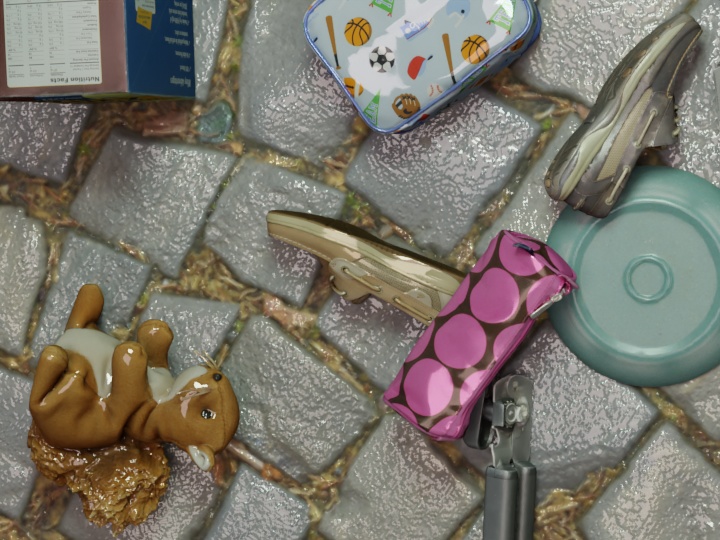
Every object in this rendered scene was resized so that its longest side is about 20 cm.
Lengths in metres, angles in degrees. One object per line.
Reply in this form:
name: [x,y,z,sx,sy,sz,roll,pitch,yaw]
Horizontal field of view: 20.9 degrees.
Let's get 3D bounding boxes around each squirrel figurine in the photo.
squirrel figurine: [-0.210,0.141,1.822,0.186,0.142,0.201,19,112,0]

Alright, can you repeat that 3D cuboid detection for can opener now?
can opener: [0.125,0.191,1.786,0.067,0.053,0.201,8,97,44]

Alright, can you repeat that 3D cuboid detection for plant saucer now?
plant saucer: [0.259,0.007,1.743,0.199,0.036,0.201,1,94,12]

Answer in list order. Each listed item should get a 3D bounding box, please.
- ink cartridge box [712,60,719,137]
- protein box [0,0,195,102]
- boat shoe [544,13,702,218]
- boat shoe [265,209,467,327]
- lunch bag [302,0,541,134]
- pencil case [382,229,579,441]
ink cartridge box: [0.411,-0.120,1.669,0.199,0.083,0.148,-8,92,8]
protein box: [-0.242,-0.253,1.750,0.134,0.198,0.201,-1,94,12]
boat shoe: [0.243,-0.134,1.722,0.073,0.075,0.200,35,94,-9]
boat shoe: [0.000,0.000,1.780,0.199,0.071,0.065,22,99,8]
lunch bag: [0.056,-0.229,1.746,0.200,0.076,0.161,-36,84,13]
pencil case: [0.108,0.061,1.728,0.094,0.091,0.200,42,104,33]
